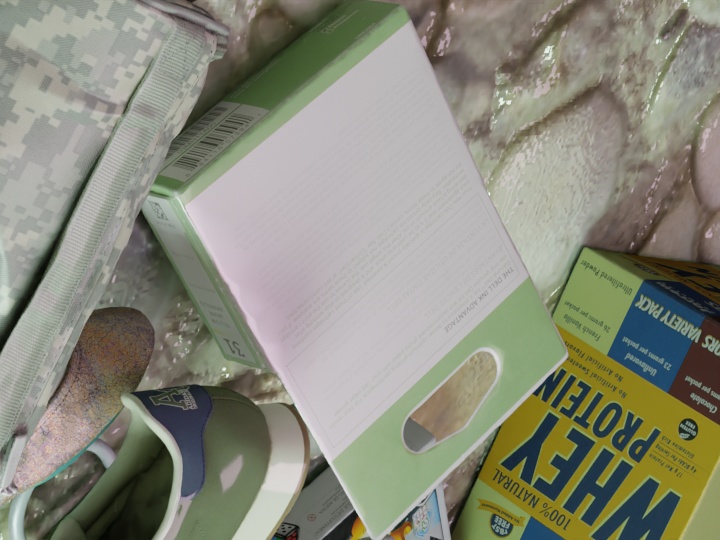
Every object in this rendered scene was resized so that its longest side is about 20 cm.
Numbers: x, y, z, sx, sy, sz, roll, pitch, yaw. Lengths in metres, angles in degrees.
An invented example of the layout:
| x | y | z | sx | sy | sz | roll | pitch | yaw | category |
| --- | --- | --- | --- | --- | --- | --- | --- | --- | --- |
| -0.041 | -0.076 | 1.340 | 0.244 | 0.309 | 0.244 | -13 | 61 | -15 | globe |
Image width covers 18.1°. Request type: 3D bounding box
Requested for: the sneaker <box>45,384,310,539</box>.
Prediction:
| x | y | z | sx | sy | sz | roll | pitch | yaw | category |
| --- | --- | --- | --- | --- | --- | --- | --- | --- | --- |
| -0.102 | 0.136 | 0.943 | 0.090 | 0.067 | 0.201 | 21 | 98 | -41 | sneaker |

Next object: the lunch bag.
| x | y | z | sx | sy | sz | roll | pitch | yaw | category |
| --- | --- | --- | --- | --- | --- | --- | --- | --- | --- |
| -0.148 | -0.036 | 0.757 | 0.139 | 0.167 | 0.201 | 19 | 101 | -56 | lunch bag |

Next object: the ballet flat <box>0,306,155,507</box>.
| x | y | z | sx | sy | sz | roll | pitch | yaw | category |
| --- | --- | --- | --- | --- | --- | --- | --- | --- | --- |
| -0.164 | 0.068 | 0.914 | 0.200 | 0.068 | 0.067 | -45 | 137 | -23 | ballet flat |

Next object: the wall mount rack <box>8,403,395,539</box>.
| x | y | z | sx | sy | sz | roll | pitch | yaw | category |
| --- | --- | --- | --- | --- | --- | --- | --- | --- | --- |
| -0.078 | 0.140 | 1.068 | 0.174 | 0.074 | 0.201 | -45 | 142 | -20 | wall mount rack |

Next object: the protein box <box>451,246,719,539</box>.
| x | y | z | sx | sy | sz | roll | pitch | yaw | category |
| --- | --- | --- | --- | --- | --- | --- | --- | --- | --- |
| 0.190 | 0.109 | 1.344 | 0.199 | 0.135 | 0.200 | 6 | 112 | -55 | protein box |

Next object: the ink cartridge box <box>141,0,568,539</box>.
| x | y | z | sx | sy | sz | roll | pitch | yaw | category |
| --- | --- | --- | --- | --- | --- | --- | --- | --- | --- |
| 0.000 | 0.000 | 1.025 | 0.145 | 0.048 | 0.201 | -41 | 121 | -25 | ink cartridge box |

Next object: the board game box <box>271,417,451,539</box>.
| x | y | z | sx | sy | sz | roll | pitch | yaw | category |
| --- | --- | --- | --- | --- | --- | --- | --- | --- | --- |
| -0.002 | 0.184 | 1.242 | 0.126 | 0.035 | 0.201 | -39 | 142 | -25 | board game box |
